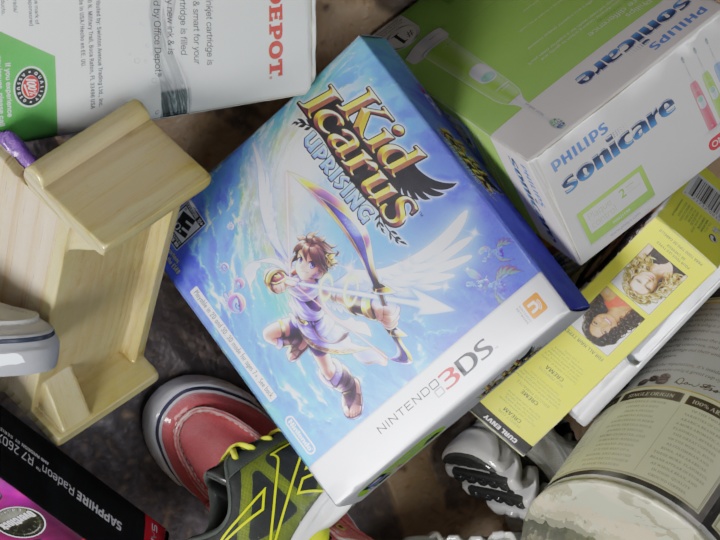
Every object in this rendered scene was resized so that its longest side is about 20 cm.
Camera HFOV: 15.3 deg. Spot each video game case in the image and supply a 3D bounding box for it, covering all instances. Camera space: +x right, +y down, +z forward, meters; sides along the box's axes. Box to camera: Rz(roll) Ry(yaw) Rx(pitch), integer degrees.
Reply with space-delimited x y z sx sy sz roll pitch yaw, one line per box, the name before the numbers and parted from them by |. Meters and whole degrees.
video game case | 0.000 0.000 1.520 0.181 0.200 0.045 -41 168 16
video game case | 0.207 0.000 1.640 0.017 0.143 0.200 41 114 0

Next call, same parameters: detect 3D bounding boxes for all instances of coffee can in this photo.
coffee can | 0.208 0.123 1.637 0.200 0.146 0.147 -48 133 -39

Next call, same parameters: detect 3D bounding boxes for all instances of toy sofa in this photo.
toy sofa | -0.157 -0.005 1.480 0.083 0.098 0.200 -34 157 -34

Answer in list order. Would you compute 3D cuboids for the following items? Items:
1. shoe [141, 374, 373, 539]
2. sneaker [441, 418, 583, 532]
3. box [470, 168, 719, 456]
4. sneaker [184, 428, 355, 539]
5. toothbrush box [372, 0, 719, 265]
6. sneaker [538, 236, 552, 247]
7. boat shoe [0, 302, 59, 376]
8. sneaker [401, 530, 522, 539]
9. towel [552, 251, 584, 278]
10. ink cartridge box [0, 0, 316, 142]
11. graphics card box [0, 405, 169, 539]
shoe | -0.049 0.144 1.643 0.071 0.091 0.200 -45 126 -4
sneaker | 0.130 0.149 1.766 0.081 0.075 0.200 -58 137 -24
box | 0.144 0.023 1.577 0.050 0.075 0.200 39 129 -2
sneaker | -0.043 0.118 1.577 0.084 0.074 0.201 31 66 -7
toothbrush box | 0.116 -0.111 1.554 0.145 0.200 0.086 -38 125 -10
sneaker | 0.057 -0.025 1.636 0.199 0.077 0.073 -23 122 -18
boat shoe | -0.258 0.013 1.433 0.199 0.074 0.067 7 101 0
sneaker | 0.067 0.204 1.709 0.199 0.075 0.087 -26 119 23
towel | 0.117 0.022 1.685 0.199 0.024 0.147 -28 160 -15
ink cartridge box | -0.129 -0.160 1.461 0.199 0.083 0.147 -10 116 -24
graphics card box | -0.220 0.138 1.530 0.125 0.051 0.200 -22 132 29
